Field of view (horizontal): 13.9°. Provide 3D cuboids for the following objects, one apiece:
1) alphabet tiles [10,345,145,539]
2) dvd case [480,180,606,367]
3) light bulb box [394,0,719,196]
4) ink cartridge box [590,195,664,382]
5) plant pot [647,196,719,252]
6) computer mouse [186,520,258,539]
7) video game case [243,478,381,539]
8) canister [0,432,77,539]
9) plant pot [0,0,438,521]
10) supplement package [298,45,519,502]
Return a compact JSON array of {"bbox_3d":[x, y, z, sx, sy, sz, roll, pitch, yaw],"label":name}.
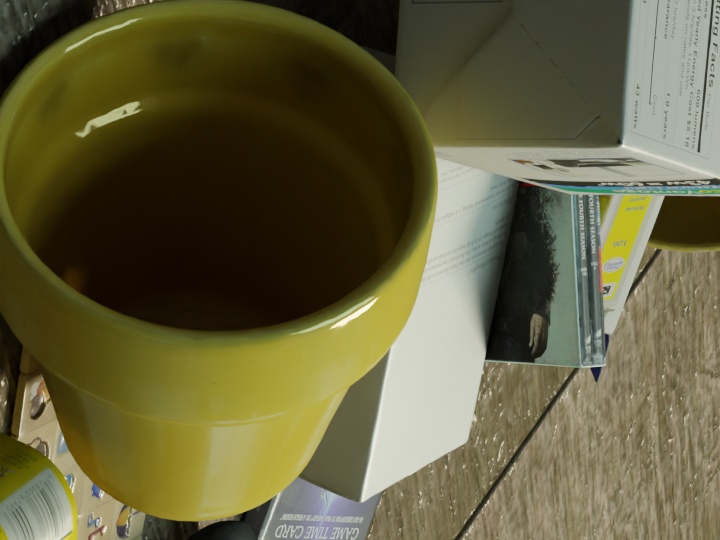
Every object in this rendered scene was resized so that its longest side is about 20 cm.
[{"bbox_3d":[-0.131,0.090,1.501,0.167,0.008,0.201,-26,132,-56],"label":"alphabet tiles"},{"bbox_3d":[0.079,-0.050,1.591,0.022,0.146,0.202,-3,93,-32],"label":"dvd case"},{"bbox_3d":[0.120,-0.142,1.415,0.200,0.124,0.200,12,82,-60],"label":"light bulb box"},{"bbox_3d":[0.109,-0.072,1.647,0.047,0.198,0.201,-5,142,-19],"label":"ink cartridge box"},{"bbox_3d":[0.203,-0.132,1.812,0.142,0.199,0.201,-67,161,-45],"label":"plant pot"},{"bbox_3d":[-0.099,0.221,1.650,0.058,0.034,0.201,-9,125,-45],"label":"computer mouse"},{"bbox_3d":[-0.002,0.072,1.733,0.143,0.019,0.201,13,99,-65],"label":"video game case"},{"bbox_3d":[-0.214,0.174,1.310,0.200,0.086,0.149,-37,141,-51],"label":"canister"},{"bbox_3d":[-0.073,0.011,1.349,0.201,0.200,0.189,-49,160,-35],"label":"plant pot"},{"bbox_3d":[0.000,0.000,1.562,0.117,0.117,0.201,-25,131,-55],"label":"supplement package"}]
